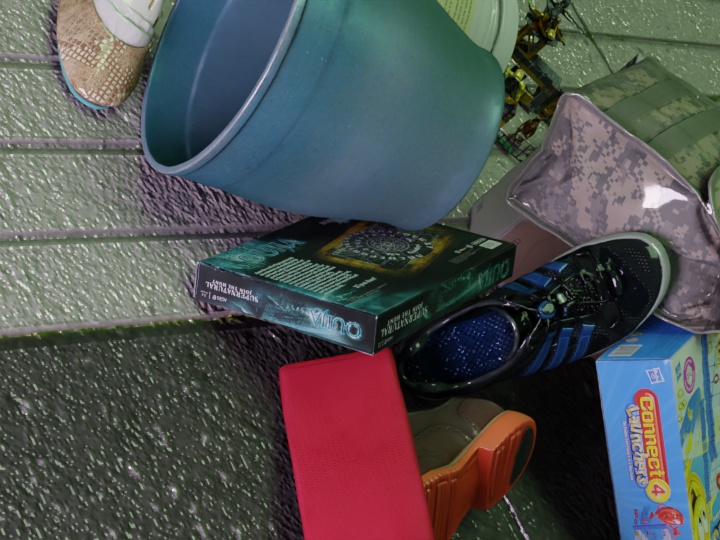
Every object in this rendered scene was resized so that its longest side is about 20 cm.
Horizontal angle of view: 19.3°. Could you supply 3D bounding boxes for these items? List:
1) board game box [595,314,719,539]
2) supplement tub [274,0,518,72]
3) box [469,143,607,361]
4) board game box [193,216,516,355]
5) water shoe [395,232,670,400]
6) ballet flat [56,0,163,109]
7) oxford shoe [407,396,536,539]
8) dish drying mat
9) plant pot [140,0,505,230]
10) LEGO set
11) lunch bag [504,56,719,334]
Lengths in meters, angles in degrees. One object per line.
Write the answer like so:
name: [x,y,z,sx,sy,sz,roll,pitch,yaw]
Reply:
board game box: [0.241,0.125,1.520,0.200,0.055,0.197,-33,117,-57]
supplement tub: [0.006,-0.201,1.568,0.199,0.145,0.146,20,43,-39]
box: [0.184,0.001,1.633,0.199,0.095,0.078,35,35,-20]
board game box: [0.000,0.000,1.394,0.134,0.028,0.200,16,21,26]
water shoe: [0.119,0.038,1.419,0.072,0.199,0.079,63,5,0]
ballet flat: [-0.161,-0.193,1.428,0.070,0.065,0.201,30,38,-29]
oxford shoe: [0.032,0.137,1.351,0.072,0.072,0.200,25,30,27]
dish drying mat: [-0.002,0.122,1.286,0.201,0.076,0.018,-103,-177,-51]
plant pot: [-0.015,-0.120,1.396,0.187,0.200,0.201,25,40,-27]
LEGO set: [0.185,-0.141,1.752,0.200,0.116,0.154,47,32,-4]
lunch bag: [0.231,-0.049,1.509,0.200,0.118,0.164,39,31,16]
